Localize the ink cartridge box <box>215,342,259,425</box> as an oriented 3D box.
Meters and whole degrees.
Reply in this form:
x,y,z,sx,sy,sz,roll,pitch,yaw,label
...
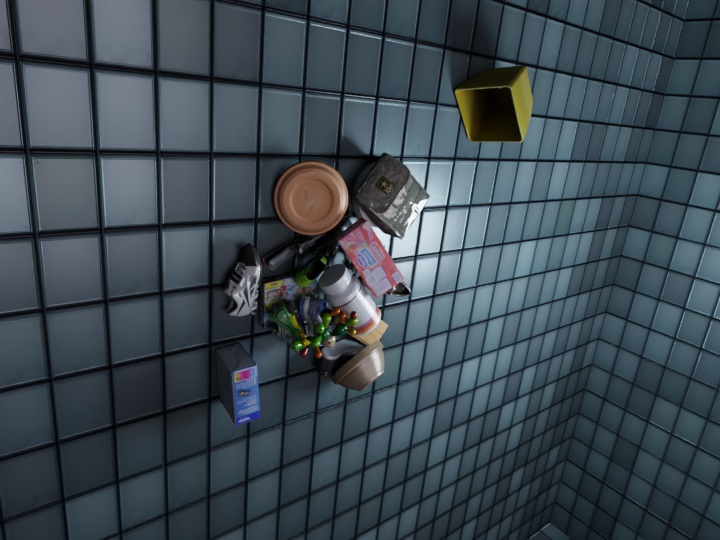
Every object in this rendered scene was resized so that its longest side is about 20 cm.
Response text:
x,y,z,sx,sy,sz,roll,pitch,yaw,label
-0.333,0.321,1.387,0.076,0.136,0.202,-10,114,-31,ink cartridge box

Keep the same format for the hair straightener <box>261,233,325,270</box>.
x,y,z,sx,sy,sz,roll,pitch,yaw,label
-0.171,-0.058,1.406,0.199,0.077,0.041,-31,124,-27,hair straightener

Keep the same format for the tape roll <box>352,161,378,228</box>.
x,y,z,sx,sy,sz,roll,pitch,yaw,label
0.063,-0.231,1.561,0.201,0.037,0.205,-18,119,-35,tape roll

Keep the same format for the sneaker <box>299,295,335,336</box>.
x,y,z,sx,sy,sz,roll,pitch,yaw,label
-0.110,0.152,1.471,0.201,0.084,0.078,69,23,-45,sneaker

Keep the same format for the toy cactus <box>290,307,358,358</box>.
x,y,z,sx,sy,sz,roll,pitch,yaw,label
-0.089,0.184,1.403,0.199,0.103,0.165,-34,158,-7,toy cactus

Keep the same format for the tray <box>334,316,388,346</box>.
x,y,z,sx,sy,sz,roll,pitch,yaw,label
0.004,0.178,1.682,0.200,0.037,0.099,39,81,-42,tray

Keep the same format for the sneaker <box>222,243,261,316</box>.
x,y,z,sx,sy,sz,roll,pitch,yaw,label
-0.312,0.030,1.327,0.088,0.074,0.202,-7,112,-40,sneaker

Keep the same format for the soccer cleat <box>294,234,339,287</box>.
x,y,z,sx,sy,sz,roll,pitch,yaw,label
-0.110,-0.030,1.441,0.068,0.081,0.201,46,57,-16,soccer cleat

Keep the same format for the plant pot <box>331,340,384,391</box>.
x,y,z,sx,sy,sz,roll,pitch,yaw,label
0.010,0.322,1.637,0.200,0.093,0.201,-36,166,-10,plant pot

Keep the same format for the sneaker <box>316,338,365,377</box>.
x,y,z,sx,sy,sz,roll,pitch,yaw,label
-0.069,0.286,1.652,0.199,0.071,0.100,-5,129,-50,sneaker

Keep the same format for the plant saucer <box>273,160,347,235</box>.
x,y,z,sx,sy,sz,roll,pitch,yaw,label
-0.131,-0.190,1.356,0.198,0.032,0.203,-3,112,-8,plant saucer

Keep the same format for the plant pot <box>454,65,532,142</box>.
x,y,z,sx,sy,sz,roll,pitch,yaw,label
0.457,-0.556,1.663,0.177,0.199,0.201,-52,133,-25,plant pot

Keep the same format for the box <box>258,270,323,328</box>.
x,y,z,sx,sy,sz,roll,pitch,yaw,label
-0.198,0.076,1.466,0.198,0.038,0.138,-12,116,-36,box

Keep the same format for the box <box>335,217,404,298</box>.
x,y,z,sx,sy,sz,roll,pitch,yaw,label
0.024,-0.036,1.440,0.102,0.095,0.201,-35,105,0,box

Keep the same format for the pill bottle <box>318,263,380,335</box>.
x,y,z,sx,sy,sz,roll,pitch,yaw,label
-0.031,0.083,1.450,0.110,0.109,0.201,-45,123,-16,pill bottle

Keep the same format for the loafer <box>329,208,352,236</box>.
x,y,z,sx,sy,sz,roll,pitch,yaw,label
-0.060,-0.153,1.452,0.200,0.072,0.073,47,49,-43,loafer

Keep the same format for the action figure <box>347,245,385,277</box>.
x,y,z,sx,sy,sz,roll,pitch,yaw,label
0.000,0.000,1.552,0.199,0.119,0.103,-34,126,-9,action figure

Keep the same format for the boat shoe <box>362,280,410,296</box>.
x,y,z,sx,sy,sz,roll,pitch,yaw,label
0.091,0.045,1.679,0.199,0.065,0.073,19,97,-42,boat shoe

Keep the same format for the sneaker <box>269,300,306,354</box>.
x,y,z,sx,sy,sz,roll,pitch,yaw,label
-0.201,0.166,1.440,0.084,0.078,0.201,-14,130,2,sneaker

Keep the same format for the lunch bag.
x,y,z,sx,sy,sz,roll,pitch,yaw,label
0.085,-0.218,1.483,0.200,0.117,0.165,41,80,-36,lunch bag
